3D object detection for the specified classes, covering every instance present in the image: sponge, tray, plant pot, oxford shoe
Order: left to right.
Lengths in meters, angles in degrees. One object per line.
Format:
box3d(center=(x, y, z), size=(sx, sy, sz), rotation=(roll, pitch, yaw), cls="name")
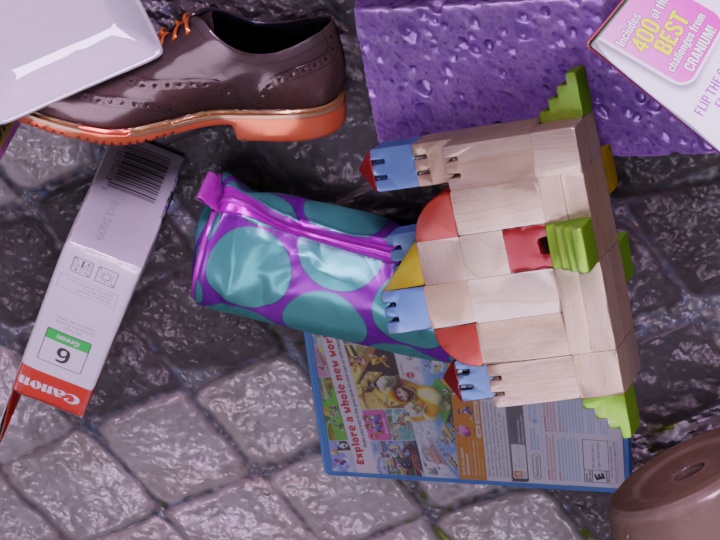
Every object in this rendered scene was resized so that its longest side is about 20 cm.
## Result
box3d(center=(-0.193, -0.178, 1.365), size=(0.107, 0.022, 0.200), rotation=(-23, 123, 5), cls="tray")
box3d(center=(-0.108, -0.117, 1.445), size=(0.200, 0.071, 0.073), rotation=(-2, 124, -5), cls="oxford shoe")
box3d(center=(0.101, -0.113, 1.425), size=(0.200, 0.030, 0.112), rotation=(-1, 130, 14), cls="sponge")
box3d(center=(0.240, 0.192, 1.564), size=(0.200, 0.200, 0.175), rotation=(-23, 102, 29), cls="plant pot")

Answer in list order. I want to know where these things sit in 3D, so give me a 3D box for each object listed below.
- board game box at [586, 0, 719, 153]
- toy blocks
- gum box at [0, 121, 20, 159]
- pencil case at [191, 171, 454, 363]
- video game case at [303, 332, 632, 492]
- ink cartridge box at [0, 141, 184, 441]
box3d(center=(0.242, -0.115, 1.324), size=(0.200, 0.040, 0.153), rotation=(40, 116, 2), cls="board game box")
box3d(center=(0.073, -0.002, 1.419), size=(0.137, 0.100, 0.200), rotation=(-8, 102, 19), cls="toy blocks")
box3d(center=(-0.253, -0.090, 1.418), size=(0.066, 0.200, 0.114), rotation=(-6, 126, 18), cls="gum box")
box3d(center=(0.000, 0.000, 1.508), size=(0.200, 0.085, 0.092), rotation=(12, 147, 3), cls="pencil case")
box3d(center=(0.068, 0.078, 1.601), size=(0.200, 0.018, 0.143), rotation=(2, 130, 12), cls="video game case")
box3d(center=(-0.167, 0.025, 1.554), size=(0.050, 0.109, 0.200), rotation=(21, 131, -4), cls="ink cartridge box")
